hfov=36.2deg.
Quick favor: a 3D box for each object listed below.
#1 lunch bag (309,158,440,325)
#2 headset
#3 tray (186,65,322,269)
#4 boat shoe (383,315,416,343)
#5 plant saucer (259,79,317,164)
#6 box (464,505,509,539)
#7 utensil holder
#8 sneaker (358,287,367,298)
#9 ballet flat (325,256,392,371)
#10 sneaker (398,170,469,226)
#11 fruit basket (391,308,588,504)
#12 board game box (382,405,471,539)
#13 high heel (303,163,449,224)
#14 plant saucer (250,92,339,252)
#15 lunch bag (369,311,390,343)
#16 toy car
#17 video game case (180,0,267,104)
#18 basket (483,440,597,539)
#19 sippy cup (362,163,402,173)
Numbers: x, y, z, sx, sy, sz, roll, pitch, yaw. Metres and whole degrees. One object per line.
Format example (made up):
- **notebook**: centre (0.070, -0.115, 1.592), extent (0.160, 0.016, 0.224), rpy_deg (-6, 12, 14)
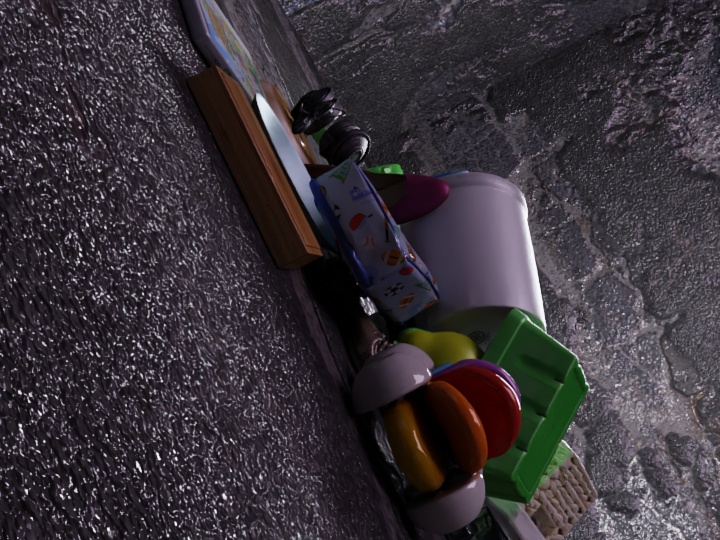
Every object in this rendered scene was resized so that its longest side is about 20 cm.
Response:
- **lunch bag**: centre (0.015, -0.031, 1.257), extent (0.161, 0.075, 0.200), rpy_deg (59, 2, 27)
- **headset**: centre (-0.052, -0.185, 1.484), extent (0.124, 0.094, 0.200), rpy_deg (52, -8, 7)
- **tray**: centre (-0.101, -0.098, 1.087), extent (0.201, 0.037, 0.099), rpy_deg (63, 5, 4)
- **boat shoe**: centre (0.061, 0.131, 1.391), extent (0.084, 0.068, 0.201), rpy_deg (3, 65, -69)
- **plant saucer**: centre (-0.100, -0.180, 1.489), extent (0.201, 0.035, 0.200), rpy_deg (62, 6, -11)
- **box**: centre (0.190, 0.411, 1.341), extent (0.158, 0.050, 0.200), rpy_deg (58, 7, -47)
- **utensil holder**: centre (0.140, 0.006, 1.390), extent (0.170, 0.169, 0.201), rpy_deg (57, 23, -50)
- **sneaker**: centre (0.000, 0.000, 1.452), extent (0.075, 0.082, 0.200), rpy_deg (40, -15, 6)
- **ballet flat**: centre (-0.001, 0.049, 1.272), extent (0.067, 0.046, 0.200), rpy_deg (60, 6, -38)
- **sneaker**: centre (0.092, -0.059, 1.557), extent (0.079, 0.200, 0.131), rpy_deg (-2, -69, 54)
- **fruit basket**: centre (0.132, 0.142, 1.266), extent (0.156, 0.215, 0.216), rpy_deg (56, 9, -54)
- **board game box**: centre (0.073, 0.208, 1.303), extent (0.201, 0.028, 0.135), rpy_deg (63, 6, -6)
- **high heel**: centre (0.006, -0.104, 1.365), extent (0.096, 0.199, 0.068), rpy_deg (54, 34, -50)
- **plant saucer**: centre (-0.085, -0.102, 1.241), extent (0.202, 0.039, 0.201), rpy_deg (62, 6, -12)
- **lunch bag**: centre (0.126, 0.106, 1.579), extent (0.118, 0.163, 0.200), rpy_deg (68, 7, 32)
- **toy car**: centre (0.088, 0.148, 1.092), extent (0.176, 0.150, 0.200), rpy_deg (63, 5, 0)
- **video game case**: centre (-0.165, -0.271, 1.338), extent (0.182, 0.022, 0.200), rpy_deg (55, 10, -46)
- **basket**: centre (0.196, 0.258, 1.436), extent (0.200, 0.123, 0.136), rpy_deg (40, -12, 47)
- **sippy cup**: centre (0.012, -0.074, 1.612), extent (0.139, 0.177, 0.131), rpy_deg (-19, -93, 54)
